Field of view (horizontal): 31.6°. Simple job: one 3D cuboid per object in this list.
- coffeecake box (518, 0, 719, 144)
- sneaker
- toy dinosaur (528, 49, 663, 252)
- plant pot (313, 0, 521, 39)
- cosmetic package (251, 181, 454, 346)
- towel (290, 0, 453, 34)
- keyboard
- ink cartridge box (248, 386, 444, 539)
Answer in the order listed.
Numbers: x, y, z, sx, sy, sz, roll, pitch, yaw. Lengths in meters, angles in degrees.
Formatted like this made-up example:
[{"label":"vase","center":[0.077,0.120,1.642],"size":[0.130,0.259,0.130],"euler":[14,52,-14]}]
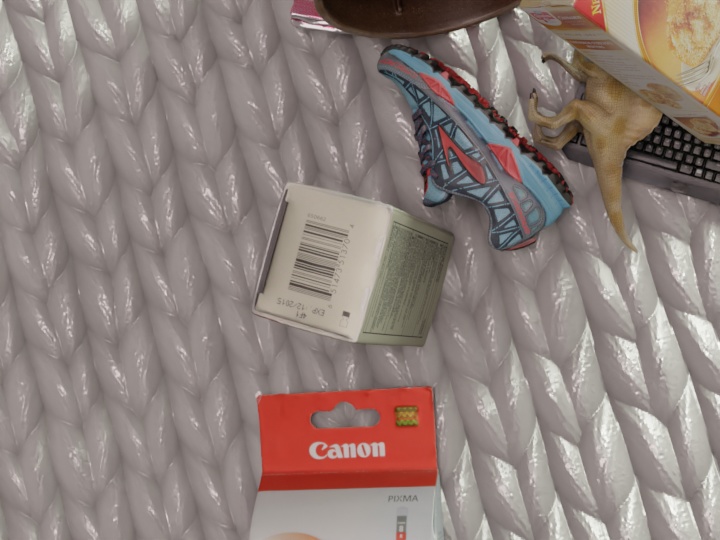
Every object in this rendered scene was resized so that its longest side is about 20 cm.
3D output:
[{"label":"coffeecake box","center":[0.235,-0.203,0.908],"size":[0.199,0.073,0.154],"euler":[29,87,-26]},{"label":"sneaker","center":[0.073,-0.097,1.023],"size":[0.096,0.079,0.200],"euler":[-46,76,11]},{"label":"toy dinosaur","center":[0.183,-0.117,0.987],"size":[0.100,0.058,0.202],"euler":[7,95,17]},{"label":"plant pot","center":[0.043,-0.311,0.972],"size":[0.199,0.200,0.200],"euler":[-16,74,14]},{"label":"cosmetic package","center":[0.000,0.000,0.974],"size":[0.087,0.200,0.104],"euler":[15,89,17]},{"label":"towel","center":[0.018,-0.300,1.077],"size":[0.145,0.030,0.202],"euler":[5,88,16]},{"label":"keyboard","center":[0.268,-0.123,0.998],"size":[0.199,0.021,0.128],"euler":[18,92,16]},{"label":"ink cartridge box","center":[-0.013,0.200,1.043],"size":[0.161,0.050,0.202],"euler":[-4,88,16]}]
